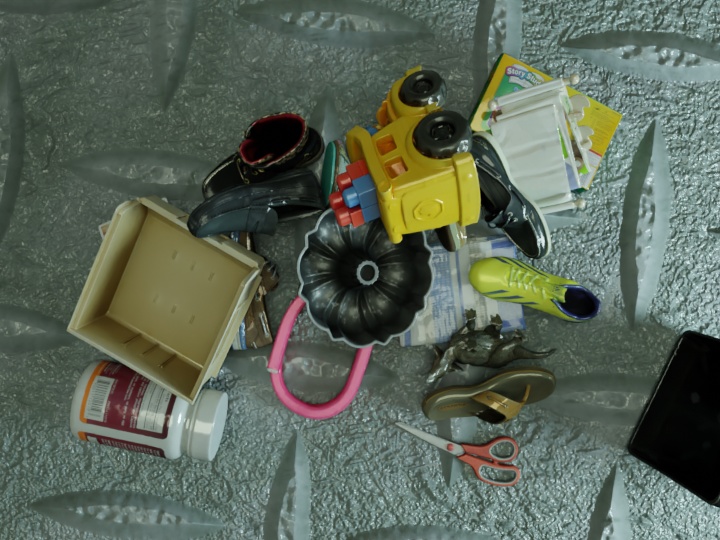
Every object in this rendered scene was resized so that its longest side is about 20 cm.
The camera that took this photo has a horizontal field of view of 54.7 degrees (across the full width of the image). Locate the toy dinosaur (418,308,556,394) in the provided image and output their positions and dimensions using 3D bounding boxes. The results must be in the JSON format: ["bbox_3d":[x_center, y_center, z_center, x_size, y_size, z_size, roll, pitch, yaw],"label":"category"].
[{"bbox_3d":[0.180,0.110,1.008,0.195,0.103,0.078,-7,59,-11],"label":"toy dinosaur"}]

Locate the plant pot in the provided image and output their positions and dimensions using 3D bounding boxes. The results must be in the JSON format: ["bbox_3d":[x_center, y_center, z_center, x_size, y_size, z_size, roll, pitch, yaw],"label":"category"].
[{"bbox_3d":[0.528,0.225,0.951,0.175,0.200,0.203,26,90,-10],"label":"plant pot"}]

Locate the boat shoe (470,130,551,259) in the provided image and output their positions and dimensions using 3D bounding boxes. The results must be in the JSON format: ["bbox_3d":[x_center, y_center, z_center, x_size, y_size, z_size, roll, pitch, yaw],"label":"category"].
[{"bbox_3d":[0.195,-0.093,0.974,0.066,0.074,0.202,-35,102,-32],"label":"boat shoe"}]

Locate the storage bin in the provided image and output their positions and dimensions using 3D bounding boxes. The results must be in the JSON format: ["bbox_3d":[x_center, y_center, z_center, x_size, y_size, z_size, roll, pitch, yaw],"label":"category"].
[{"bbox_3d":[-0.257,0.034,0.946,0.197,0.094,0.202,28,103,3],"label":"storage bin"}]

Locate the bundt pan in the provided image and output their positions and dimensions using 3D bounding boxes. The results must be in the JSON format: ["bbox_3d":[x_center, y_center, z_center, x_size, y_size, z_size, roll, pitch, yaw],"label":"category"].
[{"bbox_3d":[0.000,0.000,0.966,0.197,0.076,0.207,-1,95,-16],"label":"bundt pan"}]

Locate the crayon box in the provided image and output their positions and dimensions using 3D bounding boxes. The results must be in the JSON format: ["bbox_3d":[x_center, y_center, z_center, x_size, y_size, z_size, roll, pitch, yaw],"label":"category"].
[{"bbox_3d":[0.263,-0.212,1.013,0.197,0.058,0.121,27,90,1],"label":"crayon box"}]

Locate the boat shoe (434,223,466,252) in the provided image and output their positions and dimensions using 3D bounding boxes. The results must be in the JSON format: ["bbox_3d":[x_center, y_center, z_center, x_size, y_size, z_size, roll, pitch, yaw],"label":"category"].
[{"bbox_3d":[0.131,-0.132,1.009,0.074,0.072,0.205,-13,86,-13],"label":"boat shoe"}]

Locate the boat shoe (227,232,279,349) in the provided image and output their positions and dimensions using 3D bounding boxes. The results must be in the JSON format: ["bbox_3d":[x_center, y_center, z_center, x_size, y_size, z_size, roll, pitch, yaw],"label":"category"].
[{"bbox_3d":[-0.155,0.013,1.017,0.070,0.072,0.205,0,100,-4],"label":"boat shoe"}]

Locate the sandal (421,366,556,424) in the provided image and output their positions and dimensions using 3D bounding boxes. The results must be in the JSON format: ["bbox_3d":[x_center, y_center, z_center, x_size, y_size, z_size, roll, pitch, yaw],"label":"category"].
[{"bbox_3d":[0.186,0.192,1.000,0.195,0.081,0.055,-13,45,4],"label":"sandal"}]

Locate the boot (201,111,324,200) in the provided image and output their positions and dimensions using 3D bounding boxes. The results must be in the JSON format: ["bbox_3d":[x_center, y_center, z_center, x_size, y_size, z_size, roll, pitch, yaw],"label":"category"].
[{"bbox_3d":[-0.146,-0.154,0.971,0.196,0.151,0.075,-23,90,1],"label":"boot"}]

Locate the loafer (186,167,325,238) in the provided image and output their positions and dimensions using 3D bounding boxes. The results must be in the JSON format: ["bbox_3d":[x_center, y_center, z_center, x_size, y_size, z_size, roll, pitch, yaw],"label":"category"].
[{"bbox_3d":[-0.135,-0.080,0.934,0.198,0.068,0.071,-22,74,-29],"label":"loafer"}]

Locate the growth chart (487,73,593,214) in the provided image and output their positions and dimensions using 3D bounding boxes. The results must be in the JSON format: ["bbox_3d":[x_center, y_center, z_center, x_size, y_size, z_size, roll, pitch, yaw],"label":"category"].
[{"bbox_3d":[0.252,-0.164,0.966,0.141,0.018,0.204,-4,120,21],"label":"growth chart"}]

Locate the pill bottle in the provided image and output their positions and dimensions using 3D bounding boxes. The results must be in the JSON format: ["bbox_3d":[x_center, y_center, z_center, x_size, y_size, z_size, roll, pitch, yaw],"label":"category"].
[{"bbox_3d":[-0.296,0.202,0.991,0.195,0.114,0.117,12,90,0],"label":"pill bottle"}]

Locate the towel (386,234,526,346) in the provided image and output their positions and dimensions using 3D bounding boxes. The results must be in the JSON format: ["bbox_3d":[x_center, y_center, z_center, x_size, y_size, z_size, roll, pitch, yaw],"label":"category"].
[{"bbox_3d":[0.142,0.029,1.032,0.195,0.024,0.151,-7,91,0],"label":"towel"}]

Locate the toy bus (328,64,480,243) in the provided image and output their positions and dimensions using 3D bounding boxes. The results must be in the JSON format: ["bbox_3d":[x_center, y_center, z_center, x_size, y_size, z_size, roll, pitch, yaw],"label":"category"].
[{"bbox_3d":[0.042,-0.138,0.891,0.188,0.137,0.203,-19,54,0],"label":"toy bus"}]

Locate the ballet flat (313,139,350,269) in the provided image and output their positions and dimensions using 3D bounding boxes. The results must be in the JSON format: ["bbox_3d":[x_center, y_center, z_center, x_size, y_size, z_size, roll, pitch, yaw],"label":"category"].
[{"bbox_3d":[-0.033,-0.084,1.019,0.070,0.069,0.205,10,94,-17],"label":"ballet flat"}]

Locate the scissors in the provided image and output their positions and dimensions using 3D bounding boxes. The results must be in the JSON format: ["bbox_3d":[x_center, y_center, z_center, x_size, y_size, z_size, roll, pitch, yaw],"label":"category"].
[{"bbox_3d":[0.143,0.274,1.036,0.195,0.014,0.075,8,92,-1],"label":"scissors"}]

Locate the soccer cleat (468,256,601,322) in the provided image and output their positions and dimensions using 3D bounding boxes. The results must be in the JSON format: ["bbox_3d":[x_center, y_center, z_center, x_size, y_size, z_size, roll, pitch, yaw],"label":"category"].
[{"bbox_3d":[0.249,0.024,0.985,0.196,0.084,0.066,17,87,-12],"label":"soccer cleat"}]

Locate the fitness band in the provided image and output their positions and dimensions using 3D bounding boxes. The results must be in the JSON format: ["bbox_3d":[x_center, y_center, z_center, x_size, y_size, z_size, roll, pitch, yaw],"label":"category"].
[{"bbox_3d":[-0.057,0.117,1.027,0.141,0.037,0.204,19,91,0],"label":"fitness band"}]

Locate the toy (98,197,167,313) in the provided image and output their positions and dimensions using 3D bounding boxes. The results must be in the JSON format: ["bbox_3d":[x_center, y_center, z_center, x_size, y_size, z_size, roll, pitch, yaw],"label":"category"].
[{"bbox_3d":[-0.306,0.007,1.024,0.113,0.047,0.204,-21,89,2],"label":"toy"}]
